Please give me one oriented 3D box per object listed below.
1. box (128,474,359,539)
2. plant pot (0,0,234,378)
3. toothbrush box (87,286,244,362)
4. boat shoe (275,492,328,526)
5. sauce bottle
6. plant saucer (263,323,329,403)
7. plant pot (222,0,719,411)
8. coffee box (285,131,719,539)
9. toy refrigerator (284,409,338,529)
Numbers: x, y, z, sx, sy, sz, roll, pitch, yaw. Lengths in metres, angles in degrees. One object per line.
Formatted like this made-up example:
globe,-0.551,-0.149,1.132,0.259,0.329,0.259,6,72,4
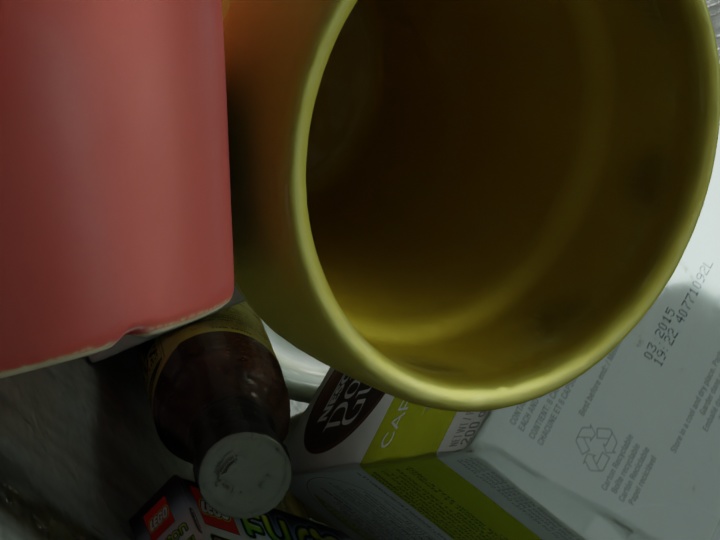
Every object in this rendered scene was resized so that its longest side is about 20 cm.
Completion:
box,-0.008,0.166,1.012,0.200,0.035,0.110,25,27,-43
plant pot,-0.129,-0.059,0.733,0.200,0.200,0.177,-42,119,-79
toothbrush box,-0.100,-0.079,1.001,0.200,0.146,0.085,61,13,-25
boat shoe,-0.004,0.182,1.117,0.073,0.063,0.201,54,8,-52
sauce bottle,-0.067,0.054,1.019,0.066,0.066,0.200,63,-1,-19
plant saucer,0.000,0.000,1.211,0.050,0.200,0.200,80,-4,-52
plant pot,0.004,-0.065,0.863,0.189,0.201,0.201,21,-33,52
coffee box,0.115,0.062,1.012,0.200,0.200,0.198,37,-22,-17
toy refrigerator,0.020,0.164,1.199,0.076,0.070,0.200,-22,93,-40
